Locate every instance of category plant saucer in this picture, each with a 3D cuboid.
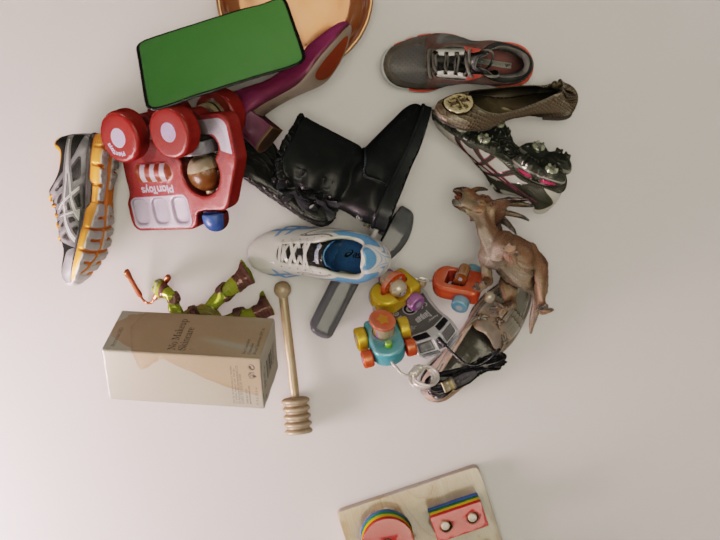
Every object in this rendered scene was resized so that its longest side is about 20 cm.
[{"bbox_3d":[-0.084,-0.350,1.737,0.200,0.037,0.201,0,94,-1],"label":"plant saucer"}]

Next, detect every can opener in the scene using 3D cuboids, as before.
[{"bbox_3d":[0.000,0.000,1.760,0.066,0.053,0.200,31,93,-5],"label":"can opener"}]

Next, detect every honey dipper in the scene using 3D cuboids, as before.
[{"bbox_3d":[-0.090,0.113,1.776,0.038,0.038,0.200,-5,93,-2],"label":"honey dipper"}]

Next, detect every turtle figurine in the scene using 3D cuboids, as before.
[{"bbox_3d":[-0.203,0.055,1.752,0.161,0.064,0.200,-32,95,1],"label":"turtle figurine"}]

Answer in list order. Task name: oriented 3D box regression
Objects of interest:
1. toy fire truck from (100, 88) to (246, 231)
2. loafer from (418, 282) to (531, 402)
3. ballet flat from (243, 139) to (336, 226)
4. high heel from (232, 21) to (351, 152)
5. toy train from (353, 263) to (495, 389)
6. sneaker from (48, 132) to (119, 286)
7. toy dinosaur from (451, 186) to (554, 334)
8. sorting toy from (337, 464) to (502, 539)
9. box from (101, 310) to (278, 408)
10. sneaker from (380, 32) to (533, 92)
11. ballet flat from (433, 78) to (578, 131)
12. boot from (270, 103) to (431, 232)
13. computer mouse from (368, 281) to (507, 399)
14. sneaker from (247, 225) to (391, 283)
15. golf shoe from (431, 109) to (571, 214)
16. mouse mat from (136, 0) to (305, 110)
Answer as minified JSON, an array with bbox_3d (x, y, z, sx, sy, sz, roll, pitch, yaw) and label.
[{"bbox_3d":[-0.219,-0.131,1.690,0.200,0.112,0.168,0,109,35],"label":"toy fire truck"},{"bbox_3d":[0.155,0.096,1.768,0.072,0.063,0.200,41,92,-5],"label":"loafer"},{"bbox_3d":[-0.116,-0.122,1.751,0.200,0.057,0.066,41,71,2],"label":"ballet flat"},{"bbox_3d":[-0.101,-0.250,1.703,0.096,0.067,0.200,43,94,18],"label":"high heel"},{"bbox_3d":[0.075,0.048,1.701,0.150,0.056,0.200,16,51,18],"label":"toy train"},{"bbox_3d":[-0.360,-0.080,1.737,0.077,0.078,0.200,9,91,11],"label":"sneaker"},{"bbox_3d":[0.197,-0.019,1.724,0.086,0.136,0.200,-21,121,31],"label":"toy dinosaur"},{"bbox_3d":[0.093,0.384,1.787,0.198,0.070,0.200,-18,95,0],"label":"sorting toy"},{"bbox_3d":[-0.209,0.109,1.687,0.200,0.095,0.078,2,122,7],"label":"box"},{"bbox_3d":[0.125,-0.268,1.728,0.200,0.082,0.077,-3,95,-2],"label":"sneaker"},{"bbox_3d":[0.187,-0.214,1.721,0.200,0.046,0.067,-6,51,-20],"label":"ballet flat"},{"bbox_3d":[-0.013,-0.152,1.718,0.162,0.073,0.199,22,69,1],"label":"boot"},{"bbox_3d":[0.087,0.081,1.739,0.110,0.044,0.200,-30,53,-18],"label":"computer mouse"},{"bbox_3d":[-0.060,-0.023,1.720,0.200,0.072,0.072,3,84,27],"label":"sneaker"},{"bbox_3d":[0.170,-0.144,1.742,0.200,0.077,0.088,33,137,16],"label":"golf shoe"},{"bbox_3d":[-0.173,-0.266,1.658,0.200,0.161,0.008,-17,132,-1],"label":"mouse mat"}]
